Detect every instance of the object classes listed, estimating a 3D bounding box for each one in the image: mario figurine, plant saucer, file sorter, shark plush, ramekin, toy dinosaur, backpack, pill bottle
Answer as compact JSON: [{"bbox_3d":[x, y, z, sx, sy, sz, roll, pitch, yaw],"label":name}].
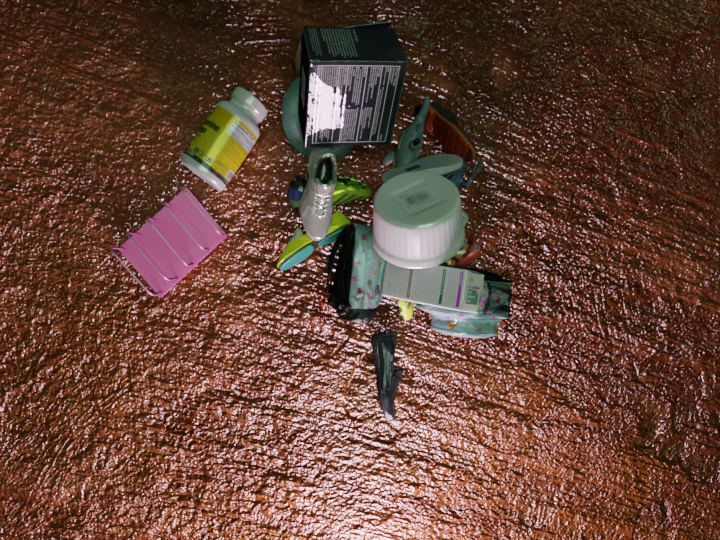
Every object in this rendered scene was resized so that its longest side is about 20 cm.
[{"bbox_3d":[0.175,-0.077,1.211,0.194,0.106,0.127,19,108,-1],"label":"mario figurine"},{"bbox_3d":[-0.079,-0.348,1.242,0.193,0.036,0.207,-4,106,-14],"label":"plant saucer"},{"bbox_3d":[-0.404,-0.062,1.166,0.199,0.125,0.140,-43,97,-7],"label":"file sorter"},{"bbox_3d":[0.127,-0.287,1.259,0.089,0.084,0.203,29,104,-12],"label":"shark plush"},{"bbox_3d":[0.115,-0.110,1.113,0.194,0.203,0.100,-18,136,-9],"label":"ramekin"},{"bbox_3d":[0.204,-0.205,1.313,0.103,0.202,0.183,31,50,4],"label":"toy dinosaur"},{"bbox_3d":[0.221,0.068,1.236,0.195,0.174,0.159,16,85,-33],"label":"backpack"},{"bbox_3d":[0.000,0.000,1.219,0.122,0.166,0.207,7,97,-20],"label":"backpack"},{"bbox_3d":[-0.290,-0.287,1.191,0.111,0.112,0.203,34,84,-8],"label":"pill bottle"}]

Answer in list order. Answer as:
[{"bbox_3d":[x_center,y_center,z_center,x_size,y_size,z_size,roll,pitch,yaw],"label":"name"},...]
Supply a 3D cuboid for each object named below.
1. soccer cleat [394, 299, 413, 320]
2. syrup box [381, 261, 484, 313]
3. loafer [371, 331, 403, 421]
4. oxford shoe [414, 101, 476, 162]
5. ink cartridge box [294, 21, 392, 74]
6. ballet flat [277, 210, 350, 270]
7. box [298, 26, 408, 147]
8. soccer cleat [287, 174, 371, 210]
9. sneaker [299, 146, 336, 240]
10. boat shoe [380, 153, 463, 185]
[{"bbox_3d":[0.110,0.011,1.281,0.081,0.065,0.208,-8,91,-6],"label":"soccer cleat"},{"bbox_3d":[0.146,0.030,1.126,0.078,0.196,0.084,9,91,-51],"label":"syrup box"},{"bbox_3d":[0.069,0.245,1.283,0.068,0.068,0.208,-7,88,-1],"label":"loafer"},{"bbox_3d":[0.209,-0.328,1.267,0.071,0.072,0.202,-25,62,-26],"label":"oxford shoe"},{"bbox_3d":[-0.040,-0.477,1.189,0.191,0.200,0.049,-12,102,-9],"label":"ink cartridge box"},{"bbox_3d":[-0.113,-0.075,1.257,0.196,0.067,0.068,-30,74,-11],"label":"ballet flat"},{"bbox_3d":[-0.024,-0.370,1.124,0.191,0.203,0.126,-3,52,-13],"label":"box"},{"bbox_3d":[-0.071,-0.171,1.267,0.193,0.065,0.086,-1,118,-14],"label":"soccer cleat"},{"bbox_3d":[-0.088,-0.163,1.175,0.075,0.099,0.208,2,101,-11],"label":"sneaker"},{"bbox_3d":[0.136,-0.207,1.223,0.194,0.069,0.058,-18,128,-11],"label":"boat shoe"}]
